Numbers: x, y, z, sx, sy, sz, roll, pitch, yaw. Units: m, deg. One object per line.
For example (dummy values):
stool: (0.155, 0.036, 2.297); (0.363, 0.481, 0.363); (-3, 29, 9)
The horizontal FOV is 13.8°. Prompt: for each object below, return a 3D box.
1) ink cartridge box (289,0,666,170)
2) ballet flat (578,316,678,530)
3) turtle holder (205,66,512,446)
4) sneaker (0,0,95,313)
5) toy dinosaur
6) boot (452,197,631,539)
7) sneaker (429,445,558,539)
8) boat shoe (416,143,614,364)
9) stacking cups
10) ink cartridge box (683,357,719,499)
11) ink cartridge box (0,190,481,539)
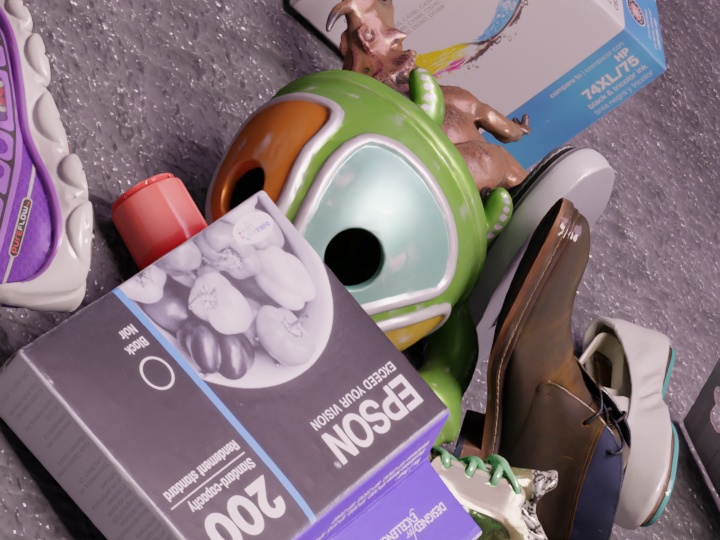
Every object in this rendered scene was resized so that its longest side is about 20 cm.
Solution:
ink cartridge box: (0.070, -0.188, 1.868); (0.200, 0.146, 0.147); (40, 29, -30)
ballet flat: (0.153, 0.088, 1.799); (0.069, 0.069, 0.200); (48, 22, -17)
turtle holder: (-0.010, -0.005, 1.555); (0.132, 0.140, 0.186); (-46, 139, -44)
sneaker: (-0.183, -0.064, 1.363); (0.083, 0.081, 0.201); (-2, 45, -26)
toy dinosaur: (0.042, -0.066, 1.719); (0.135, 0.086, 0.200); (21, 29, -49)
boot: (0.111, 0.060, 1.564); (0.096, 0.201, 0.075); (19, 29, 2)
sneaker: (0.056, 0.119, 1.527); (0.200, 0.088, 0.077); (53, -8, -16)
boat shoe: (0.073, -0.011, 1.634); (0.068, 0.200, 0.057); (-25, 69, -37)
stacking cups: (-0.061, 0.044, 1.467); (0.201, 0.060, 0.060); (60, 26, 10)
ink cartridge box: (0.276, 0.146, 1.843); (0.161, 0.050, 0.201); (107, -36, -64)
ink cartridge box: (-0.045, 0.081, 1.382); (0.200, 0.043, 0.198); (50, 41, 4)
